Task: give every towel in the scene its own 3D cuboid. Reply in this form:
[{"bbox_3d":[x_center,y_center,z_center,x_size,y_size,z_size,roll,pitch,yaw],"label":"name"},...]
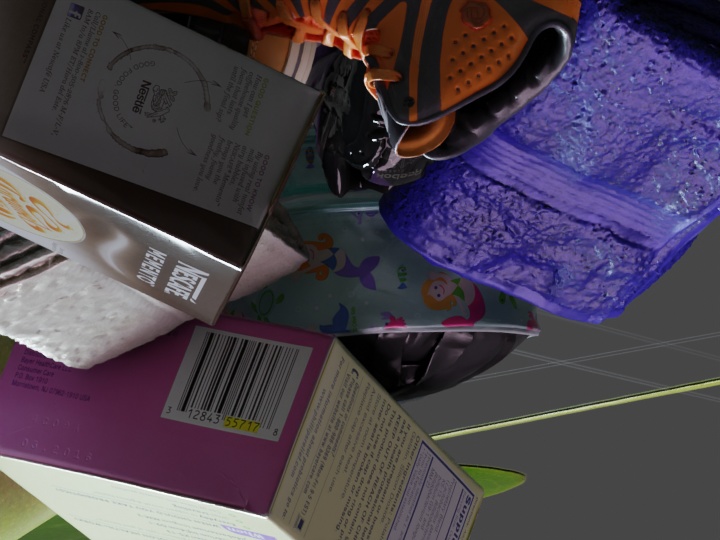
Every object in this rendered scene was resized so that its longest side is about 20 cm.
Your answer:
[{"bbox_3d":[0.116,-0.052,1.392,0.147,0.050,0.200,17,139,-23],"label":"towel"},{"bbox_3d":[-0.105,-0.005,1.337,0.132,0.035,0.200,-24,165,7],"label":"towel"}]

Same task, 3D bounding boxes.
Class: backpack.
[{"bbox_3d":[0.000,0.000,1.545,0.177,0.151,0.200,-1,176,-18],"label":"backpack"}]

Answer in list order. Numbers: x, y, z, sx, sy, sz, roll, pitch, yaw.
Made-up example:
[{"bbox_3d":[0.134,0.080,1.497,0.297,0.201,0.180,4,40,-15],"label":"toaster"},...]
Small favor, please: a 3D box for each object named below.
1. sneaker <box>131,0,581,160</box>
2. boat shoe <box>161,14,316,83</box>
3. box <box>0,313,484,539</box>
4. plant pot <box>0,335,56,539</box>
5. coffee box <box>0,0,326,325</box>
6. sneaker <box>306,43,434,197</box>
[{"bbox_3d":[-0.010,-0.098,1.173,0.199,0.113,0.078,-7,168,12],"label":"sneaker"},{"bbox_3d":[-0.087,-0.085,1.309,0.062,0.075,0.200,12,164,-25],"label":"boat shoe"},{"bbox_3d":[-0.061,0.101,1.499,0.175,0.097,0.200,10,158,30],"label":"box"},{"bbox_3d":[-0.214,0.073,1.586,0.184,0.201,0.200,-22,180,-35],"label":"plant pot"},{"bbox_3d":[-0.125,-0.064,1.173,0.199,0.080,0.114,25,165,-3],"label":"coffee box"},{"bbox_3d":[0.025,-0.086,1.305,0.075,0.088,0.200,-2,167,-13],"label":"sneaker"}]
